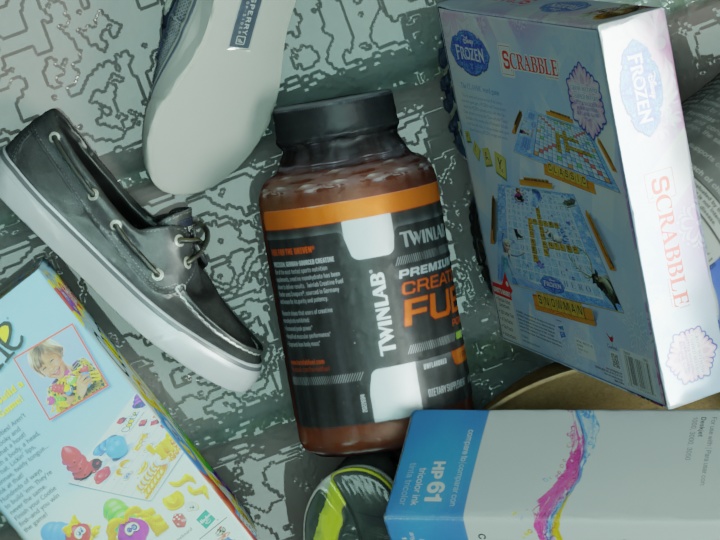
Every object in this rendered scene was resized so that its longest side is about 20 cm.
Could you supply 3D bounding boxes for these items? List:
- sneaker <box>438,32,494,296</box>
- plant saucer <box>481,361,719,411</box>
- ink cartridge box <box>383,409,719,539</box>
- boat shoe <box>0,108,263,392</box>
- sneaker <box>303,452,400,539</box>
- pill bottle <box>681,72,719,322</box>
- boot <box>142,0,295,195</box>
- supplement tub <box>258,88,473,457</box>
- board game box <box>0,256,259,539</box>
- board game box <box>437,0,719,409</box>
[{"bbox_3d":[0.100,-0.081,1.420,0.085,0.077,0.201,-14,104,-11],"label":"sneaker"},{"bbox_3d":[0.142,0.105,1.404,0.199,0.036,0.201,-4,138,-3],"label":"plant saucer"},{"bbox_3d":[0.129,0.153,1.322,0.199,0.085,0.145,-2,132,19],"label":"ink cartridge box"},{"bbox_3d":[-0.123,-0.015,1.397,0.200,0.070,0.066,43,103,0],"label":"boat shoe"},{"bbox_3d":[-0.001,0.193,1.423,0.074,0.085,0.201,17,115,9],"label":"sneaker"},{"bbox_3d":[0.221,-0.054,1.385,0.200,0.114,0.114,-38,97,-22],"label":"pill bottle"},{"bbox_3d":[-0.082,-0.147,1.397,0.072,0.091,0.201,10,121,-26],"label":"boot"},{"bbox_3d":[0.000,0.000,1.392,0.106,0.107,0.201,-10,96,-5],"label":"supplement tub"},{"bbox_3d":[-0.160,0.104,1.385,0.105,0.103,0.200,-38,97,-2],"label":"board game box"},{"bbox_3d":[0.115,-0.044,1.287,0.041,0.200,0.201,-17,105,-19],"label":"board game box"}]
